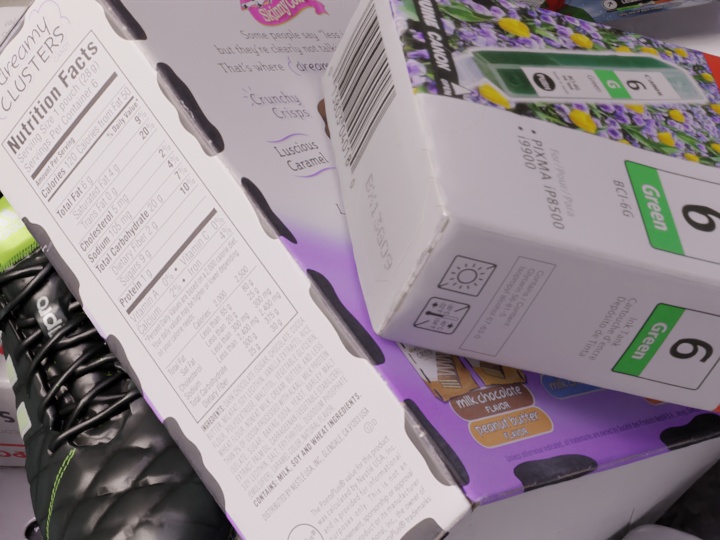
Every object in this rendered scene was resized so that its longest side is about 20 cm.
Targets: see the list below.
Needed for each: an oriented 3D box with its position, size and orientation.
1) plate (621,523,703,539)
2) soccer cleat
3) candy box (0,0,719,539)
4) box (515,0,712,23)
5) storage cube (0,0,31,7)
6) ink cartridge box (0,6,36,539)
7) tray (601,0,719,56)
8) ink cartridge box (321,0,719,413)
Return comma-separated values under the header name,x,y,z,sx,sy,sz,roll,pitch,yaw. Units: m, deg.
name,x,y,z,sx,sy,sz,roll,pitch,yaw
plate,0.111,0.192,0.742,0.199,0.032,0.200,23,70,33
soccer cleat,-0.086,0.020,0.793,0.067,0.081,0.200,-30,39,7
candy box,0.000,0.000,0.790,0.072,0.167,0.200,-48,68,28
box,0.008,-0.134,0.906,0.199,0.137,0.040,-8,48,29
storage cube,-0.214,-0.184,1.016,0.170,0.200,0.180,-28,47,4
ink cartridge box,-0.092,0.006,0.921,0.117,0.067,0.201,0,59,22
tray,0.138,-0.055,0.897,0.107,0.022,0.200,-44,54,-8
ink cartridge box,0.093,-0.015,0.758,0.199,0.050,0.109,12,40,-22
